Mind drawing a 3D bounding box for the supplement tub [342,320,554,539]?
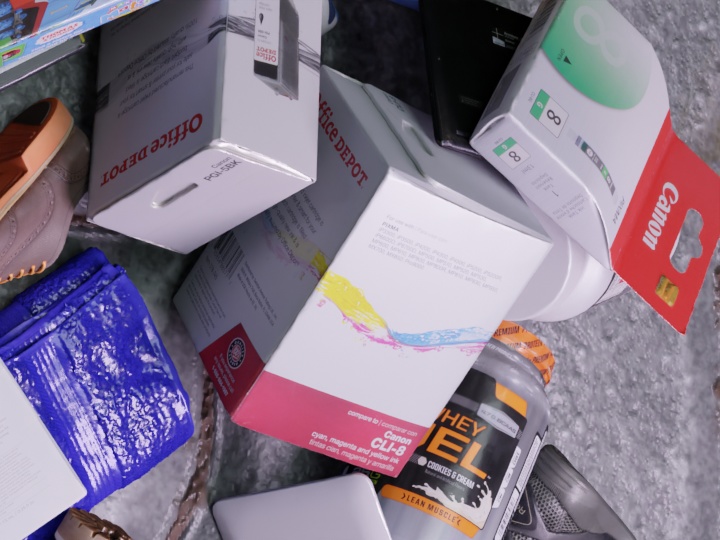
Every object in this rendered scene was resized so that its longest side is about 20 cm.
[{"bbox_3d":[0.056,0.133,1.692,0.122,0.122,0.201,35,67,-28],"label":"supplement tub"}]

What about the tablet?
[{"bbox_3d":[-0.017,0.237,1.632,0.014,0.129,0.202,-35,108,-57],"label":"tablet"}]

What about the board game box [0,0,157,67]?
[{"bbox_3d":[-0.178,-0.221,1.470,0.199,0.037,0.152,-25,79,-18],"label":"board game box"}]

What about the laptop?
[{"bbox_3d":[0.084,-0.126,1.694,0.186,0.116,0.202,15,56,-34],"label":"laptop"}]

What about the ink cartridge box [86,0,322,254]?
[{"bbox_3d":[-0.098,-0.130,1.556,0.082,0.146,0.202,20,59,-35],"label":"ink cartridge box"}]

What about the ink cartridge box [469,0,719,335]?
[{"bbox_3d":[0.178,-0.079,1.629,0.200,0.050,0.161,40,45,-12],"label":"ink cartridge box"}]

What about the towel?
[{"bbox_3d":[-0.203,0.094,1.554,0.200,0.049,0.148,-36,106,-32],"label":"towel"}]

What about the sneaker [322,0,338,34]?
[{"bbox_3d":[-0.060,-0.247,1.670,0.082,0.074,0.202,-11,101,-37],"label":"sneaker"}]

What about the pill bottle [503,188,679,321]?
[{"bbox_3d":[0.144,-0.027,1.730,0.200,0.116,0.117,-19,98,-62],"label":"pill bottle"}]

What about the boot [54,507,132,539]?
[{"bbox_3d":[-0.139,0.238,1.587,0.199,0.075,0.108,31,90,-36],"label":"boot"}]

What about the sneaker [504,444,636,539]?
[{"bbox_3d":[0.147,0.216,1.787,0.114,0.076,0.199,-42,138,2],"label":"sneaker"}]

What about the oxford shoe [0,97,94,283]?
[{"bbox_3d":[-0.226,-0.015,1.535,0.073,0.071,0.201,49,61,-28],"label":"oxford shoe"}]

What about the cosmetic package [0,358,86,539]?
[{"bbox_3d":[-0.287,0.124,1.451,0.199,0.052,0.151,-34,107,-11],"label":"cosmetic package"}]

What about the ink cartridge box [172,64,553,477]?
[{"bbox_3d":[0.000,0.000,1.594,0.144,0.146,0.201,21,113,-31],"label":"ink cartridge box"}]

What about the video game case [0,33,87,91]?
[{"bbox_3d":[-0.293,-0.175,1.485,0.199,0.025,0.182,-28,99,-16],"label":"video game case"}]
